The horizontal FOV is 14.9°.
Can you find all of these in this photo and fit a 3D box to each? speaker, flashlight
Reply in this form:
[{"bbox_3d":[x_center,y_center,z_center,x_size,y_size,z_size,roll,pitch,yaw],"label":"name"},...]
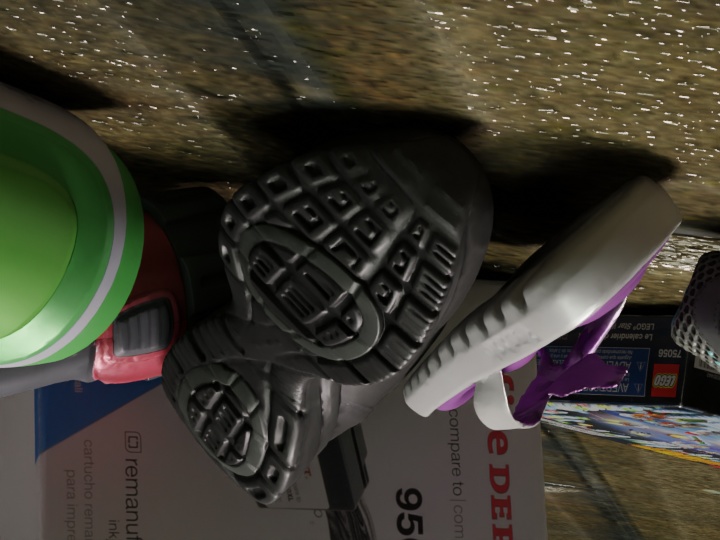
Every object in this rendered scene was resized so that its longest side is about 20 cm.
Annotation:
[{"bbox_3d":[-0.149,-0.027,0.780,0.088,0.089,0.200,3,169,34],"label":"speaker"},{"bbox_3d":[-0.132,0.019,0.908,0.199,0.068,0.068,-13,159,-33],"label":"flashlight"}]

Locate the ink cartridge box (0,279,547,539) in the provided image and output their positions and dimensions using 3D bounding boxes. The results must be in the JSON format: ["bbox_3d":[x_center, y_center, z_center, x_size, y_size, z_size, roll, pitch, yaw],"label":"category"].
[{"bbox_3d":[-0.034,0.076,1.030,0.199,0.146,0.084,3,165,-21],"label":"ink cartridge box"}]

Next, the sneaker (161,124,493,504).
[{"bbox_3d":[0.000,0.000,0.875,0.076,0.091,0.200,51,150,5],"label":"sneaker"}]

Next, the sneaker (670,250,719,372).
[{"bbox_3d":[0.177,0.031,0.934,0.091,0.078,0.200,22,178,39],"label":"sneaker"}]

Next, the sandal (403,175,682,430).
[{"bbox_3d":[0.061,0.024,0.884,0.050,0.082,0.203,48,168,2],"label":"sandal"}]

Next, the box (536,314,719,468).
[{"bbox_3d":[0.152,0.056,1.159,0.199,0.040,0.136,16,170,-40],"label":"box"}]
